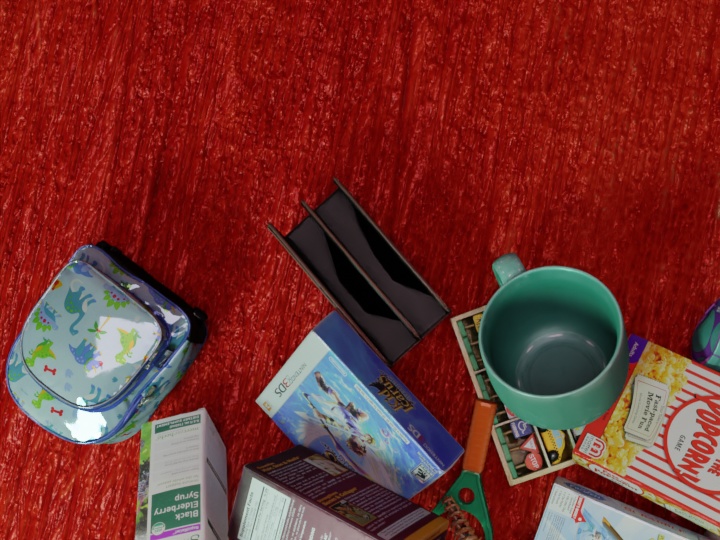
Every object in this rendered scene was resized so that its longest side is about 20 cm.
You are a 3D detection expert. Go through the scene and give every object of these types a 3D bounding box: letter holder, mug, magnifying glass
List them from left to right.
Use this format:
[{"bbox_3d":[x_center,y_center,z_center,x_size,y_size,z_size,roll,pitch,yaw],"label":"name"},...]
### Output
[{"bbox_3d":[0.000,0.000,1.131,0.100,0.142,0.200,-41,82,1],"label":"letter holder"},{"bbox_3d":[0.122,0.245,1.145,0.079,0.022,0.203,12,97,13],"label":"magnifying glass"},{"bbox_3d":[0.211,0.077,1.085,0.150,0.115,0.187,0,58,20],"label":"mug"}]

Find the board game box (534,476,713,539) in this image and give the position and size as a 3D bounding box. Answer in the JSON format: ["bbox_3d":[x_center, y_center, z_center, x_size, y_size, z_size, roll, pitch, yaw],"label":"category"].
[{"bbox_3d":[0.271,0.354,1.094,0.198,0.041,0.202,21,98,16],"label":"board game box"}]

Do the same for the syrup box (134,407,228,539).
[{"bbox_3d":[-0.192,0.258,1.104,0.078,0.082,0.201,-14,41,4],"label":"syrup box"}]

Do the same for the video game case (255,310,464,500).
[{"bbox_3d":[-0.008,0.168,1.103,0.200,0.182,0.045,47,51,6],"label":"video game case"}]

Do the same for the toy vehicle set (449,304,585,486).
[{"bbox_3d":[0.193,0.129,1.159,0.123,0.027,0.202,-20,83,3],"label":"toy vehicle set"}]

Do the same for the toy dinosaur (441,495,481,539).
[{"bbox_3d":[0.105,0.357,1.111,0.134,0.102,0.202,-7,64,7],"label":"toy dinosaur"}]

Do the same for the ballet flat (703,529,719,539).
[{"bbox_3d":[0.417,0.258,1.102,0.070,0.067,0.201,38,85,-29],"label":"ballet flat"}]

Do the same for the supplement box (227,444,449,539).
[{"bbox_3d":[-0.024,0.268,1.054,0.198,0.110,0.087,22,104,27],"label":"supplement box"}]

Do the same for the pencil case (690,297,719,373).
[{"bbox_3d":[0.470,0.091,1.106,0.198,0.085,0.093,18,66,6],"label":"pencil case"}]

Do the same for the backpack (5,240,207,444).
[{"bbox_3d":[-0.300,0.092,1.151,0.182,0.147,0.201,35,92,10],"label":"backpack"}]

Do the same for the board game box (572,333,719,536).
[{"bbox_3d":[0.349,0.179,1.084,0.198,0.046,0.153,24,73,21],"label":"board game box"}]
